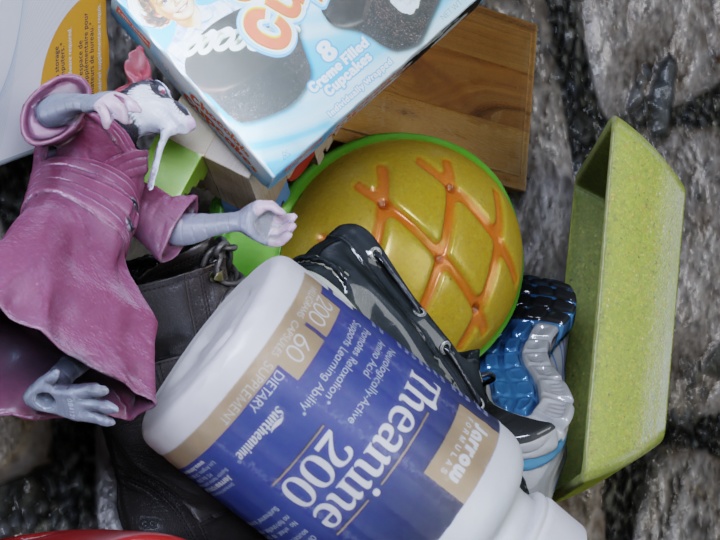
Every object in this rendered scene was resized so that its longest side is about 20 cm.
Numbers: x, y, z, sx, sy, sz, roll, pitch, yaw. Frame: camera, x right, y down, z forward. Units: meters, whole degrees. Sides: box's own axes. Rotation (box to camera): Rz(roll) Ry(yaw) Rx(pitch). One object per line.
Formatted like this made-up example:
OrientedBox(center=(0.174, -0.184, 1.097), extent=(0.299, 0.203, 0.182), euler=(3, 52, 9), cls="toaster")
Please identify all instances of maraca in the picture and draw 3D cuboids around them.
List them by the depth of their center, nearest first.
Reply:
OrientedBox(center=(0.000, 0.000, 1.581), extent=(0.199, 0.107, 0.138), euler=(-14, 90, -26), cls="maraca")

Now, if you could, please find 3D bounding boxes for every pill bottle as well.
OrientedBox(center=(0.005, 0.094, 1.399), extent=(0.200, 0.111, 0.111), euler=(38, 58, -9), cls="pill bottle")

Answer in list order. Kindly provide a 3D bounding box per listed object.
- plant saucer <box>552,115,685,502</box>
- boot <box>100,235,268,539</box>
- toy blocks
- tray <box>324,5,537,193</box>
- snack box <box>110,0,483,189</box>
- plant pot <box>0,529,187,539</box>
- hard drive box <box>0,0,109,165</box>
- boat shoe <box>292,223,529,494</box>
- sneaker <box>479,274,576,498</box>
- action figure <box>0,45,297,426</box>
OrientedBox(center=(0.145, 0.029, 1.681), extent=(0.200, 0.048, 0.201), euler=(104, -9, -82), cls="plant saucer")
OrientedBox(center=(-0.055, 0.065, 1.472), extent=(0.069, 0.199, 0.175), euler=(-85, 164, -72), cls="boot")
OrientedBox(center=(-0.036, -0.102, 1.504), extent=(0.201, 0.100, 0.137), euler=(-62, 170, -12), cls="toy blocks")
OrientedBox(center=(0.021, -0.108, 1.654), extent=(0.200, 0.037, 0.099), euler=(13, 80, -47), cls="tray")
OrientedBox(center=(-0.008, -0.148, 1.417), extent=(0.200, 0.037, 0.116), euler=(-42, 88, -11), cls="snack box")
OrientedBox(center=(-0.155, 0.215, 1.343), extent=(0.200, 0.182, 0.202), euler=(2, 87, -46), cls="plant pot")
OrientedBox(center=(-0.210, -0.119, 1.345), extent=(0.200, 0.077, 0.157), euler=(-25, 125, -44), cls="hard drive box")
OrientedBox(center=(0.034, 0.057, 1.523), extent=(0.199, 0.074, 0.066), euler=(47, 58, -18), cls="boat shoe")
OrientedBox(center=(0.083, 0.073, 1.658), extent=(0.200, 0.075, 0.087), euler=(-81, 170, -60), cls="sneaker")
OrientedBox(center=(-0.129, -0.016, 1.357), extent=(0.134, 0.148, 0.201), euler=(50, 39, -33), cls="action figure")
